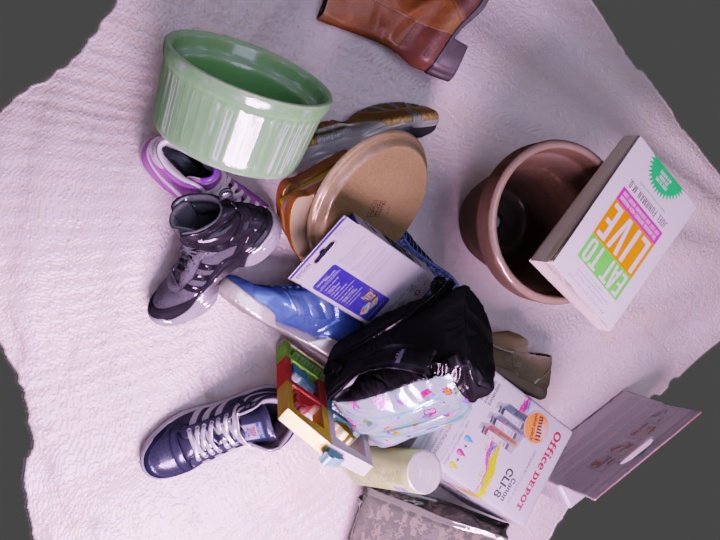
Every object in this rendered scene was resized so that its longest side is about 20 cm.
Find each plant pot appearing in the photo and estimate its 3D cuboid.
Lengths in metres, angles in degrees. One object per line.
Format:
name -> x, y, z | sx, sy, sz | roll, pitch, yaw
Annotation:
plant pot -> 0.211, -0.063, 1.346 | 0.198, 0.174, 0.203 | -2, 94, -22

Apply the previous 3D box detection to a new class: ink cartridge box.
ink cartridge box -> 0.140, 0.209, 1.349 | 0.199, 0.144, 0.146 | 37, 76, -21
ink cartridge box -> 0.000, 0.000, 1.219 | 0.099, 0.039, 0.200 | -46, 139, 9
ink cartridge box -> 0.347, 0.249, 1.421 | 0.199, 0.176, 0.045 | -34, 105, -16

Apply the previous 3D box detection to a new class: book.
book -> 0.314, -0.045, 1.276 | 0.134, 0.048, 0.201 | 43, 76, -22

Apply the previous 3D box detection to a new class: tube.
tube -> 0.022, 0.239, 1.278 | 0.051, 0.199, 0.059 | 2, 82, -32

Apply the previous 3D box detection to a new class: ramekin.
ramekin -> -0.140, -0.187, 1.184 | 0.198, 0.200, 0.098 | 14, 115, -22

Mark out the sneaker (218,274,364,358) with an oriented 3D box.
sneaker -> -0.075, 0.026, 1.288 | 0.199, 0.077, 0.112 | 30, 83, -21

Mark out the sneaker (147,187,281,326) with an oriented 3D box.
sneaker -> -0.194, -0.021, 1.194 | 0.199, 0.076, 0.114 | -38, 139, 15

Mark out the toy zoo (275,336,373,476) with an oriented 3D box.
toy zoo -> -0.045, 0.168, 1.249 | 0.131, 0.200, 0.020 | 38, 106, -19

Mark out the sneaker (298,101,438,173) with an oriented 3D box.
sneaker -> 0.009, -0.155, 1.324 | 0.198, 0.076, 0.089 | -17, 116, -18

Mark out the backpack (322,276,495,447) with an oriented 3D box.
backpack -> 0.056, 0.119, 1.214 | 0.199, 0.168, 0.127 | -25, 117, 22

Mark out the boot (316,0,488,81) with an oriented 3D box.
boot -> 0.061, -0.366, 1.341 | 0.198, 0.068, 0.190 | 24, 92, -14

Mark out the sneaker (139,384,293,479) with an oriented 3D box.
sneaker -> -0.164, 0.196, 1.244 | 0.198, 0.108, 0.071 | -24, 101, -19

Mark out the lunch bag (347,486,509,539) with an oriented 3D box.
lunch bag -> 0.074, 0.379, 1.345 | 0.198, 0.118, 0.166 | 17, 91, 8

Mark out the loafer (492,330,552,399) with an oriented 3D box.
loafer -> 0.182, 0.108, 1.404 | 0.199, 0.076, 0.068 | 30, 81, -31

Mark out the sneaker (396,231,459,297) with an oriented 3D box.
sneaker -> 0.045, -0.017, 1.345 | 0.070, 0.078, 0.200 | -42, 86, -12

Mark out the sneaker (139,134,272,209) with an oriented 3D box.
sneaker -> -0.167, -0.087, 1.224 | 0.200, 0.114, 0.073 | 33, 80, -22

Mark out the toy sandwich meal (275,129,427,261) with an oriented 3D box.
toy sandwich meal -> -0.007, -0.087, 1.239 | 0.204, 0.070, 0.207 | -30, 141, -27
